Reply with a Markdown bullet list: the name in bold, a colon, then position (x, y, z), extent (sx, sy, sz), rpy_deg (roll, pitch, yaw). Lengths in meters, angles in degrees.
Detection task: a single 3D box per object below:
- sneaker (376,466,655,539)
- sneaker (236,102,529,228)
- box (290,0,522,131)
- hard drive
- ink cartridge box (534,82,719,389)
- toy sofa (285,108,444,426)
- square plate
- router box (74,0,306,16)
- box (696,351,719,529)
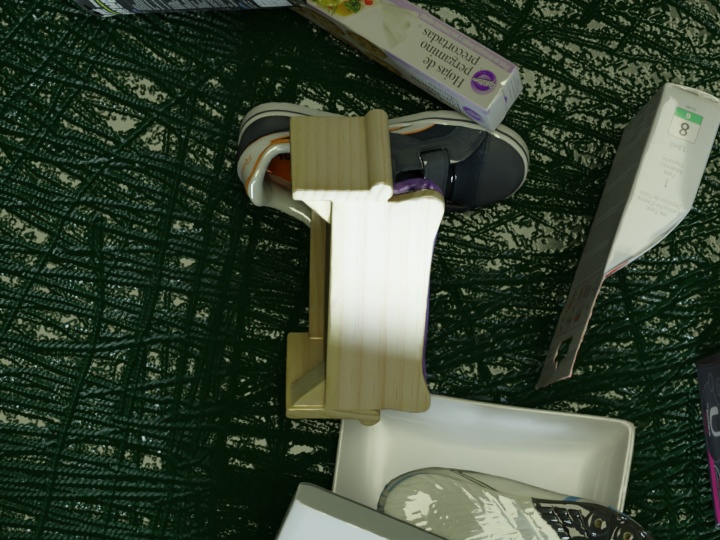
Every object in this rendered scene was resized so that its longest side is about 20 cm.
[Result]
- **sneaker**: position (0.108, 0.172, 1.487), extent (0.199, 0.072, 0.072), rpy_deg (17, 92, -3)
- **sneaker**: position (0.015, -0.061, 1.535), extent (0.199, 0.080, 0.079), rpy_deg (3, 128, 0)
- **box**: position (0.017, -0.164, 1.541), extent (0.200, 0.041, 0.039), rpy_deg (33, 81, 17)
- **hard drive**: position (-0.013, 0.240, 1.482), extent (0.131, 0.027, 0.201), rpy_deg (22, 122, -3)
- **ink cartridge box**: position (0.178, -0.013, 1.518), extent (0.050, 0.161, 0.201), rpy_deg (18, 83, -1)
- **toy sofa**: position (0.000, 0.000, 1.481), extent (0.097, 0.083, 0.201), rpy_deg (0, 128, -3)
- **square plate**: position (0.074, 0.186, 1.533), extent (0.199, 0.028, 0.199), rpy_deg (7, 81, 10)
- **router box**: position (-0.113, -0.275, 1.535), extent (0.149, 0.062, 0.201), rpy_deg (-1, 84, 16)
- **box**: position (0.341, 0.106, 1.552), extent (0.199, 0.106, 0.123), rpy_deg (-5, 84, -6)
